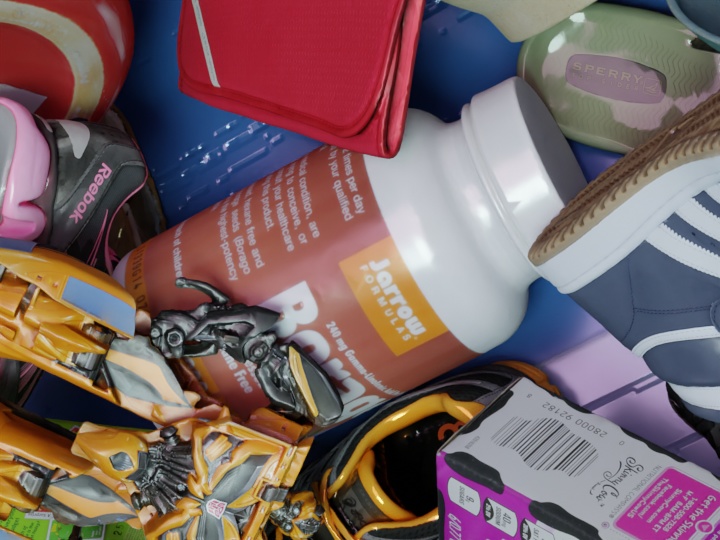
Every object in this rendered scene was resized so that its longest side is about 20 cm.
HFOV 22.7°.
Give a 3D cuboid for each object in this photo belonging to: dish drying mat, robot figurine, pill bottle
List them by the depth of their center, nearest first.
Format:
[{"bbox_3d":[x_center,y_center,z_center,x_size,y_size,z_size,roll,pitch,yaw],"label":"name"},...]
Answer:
[{"bbox_3d":[-0.107,0.064,0.719,0.199,0.058,0.146,24,101,-2],"label":"robot figurine"},{"bbox_3d":[0.000,0.000,0.777,0.199,0.112,0.113,-28,76,17],"label":"pill bottle"},{"bbox_3d":[-0.033,-0.101,0.783,0.200,0.018,0.077,23,106,59],"label":"dish drying mat"}]

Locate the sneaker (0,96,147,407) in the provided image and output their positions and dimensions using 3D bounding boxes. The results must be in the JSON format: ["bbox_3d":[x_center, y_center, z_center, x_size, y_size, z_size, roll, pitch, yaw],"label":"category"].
[{"bbox_3d":[-0.149,0.017,0.801,0.079,0.095,0.201,42,122,35],"label":"sneaker"}]

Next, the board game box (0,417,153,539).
[{"bbox_3d":[-0.134,0.157,0.781,0.101,0.048,0.201,4,45,16],"label":"board game box"}]

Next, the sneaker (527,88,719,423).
[{"bbox_3d":[0.153,-0.012,0.633,0.109,0.070,0.200,47,145,-5],"label":"sneaker"}]

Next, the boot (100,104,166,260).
[{"bbox_3d":[-0.181,0.034,0.870,0.199,0.066,0.176,-25,78,15],"label":"boot"}]

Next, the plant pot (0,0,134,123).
[{"bbox_3d":[-0.202,-0.142,0.804,0.200,0.200,0.183,-34,60,15],"label":"plant pot"}]

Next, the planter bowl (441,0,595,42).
[{"bbox_3d":[0.074,-0.180,0.737,0.200,0.200,0.135,-33,99,15],"label":"planter bowl"}]

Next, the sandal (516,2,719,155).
[{"bbox_3d":[0.157,-0.072,0.752,0.200,0.057,0.080,8,88,21],"label":"sandal"}]

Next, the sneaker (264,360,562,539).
[{"bbox_3d":[-0.002,0.107,0.787,0.200,0.077,0.078,-42,74,15],"label":"sneaker"}]

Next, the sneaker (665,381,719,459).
[{"bbox_3d":[0.174,0.067,0.733,0.099,0.069,0.202,1,82,28],"label":"sneaker"}]

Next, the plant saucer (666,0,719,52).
[{"bbox_3d":[0.218,-0.122,0.692,0.199,0.200,0.036,-13,122,20],"label":"plant saucer"}]

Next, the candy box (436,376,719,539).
[{"bbox_3d":[0.123,0.145,0.687,0.199,0.061,0.137,25,136,32],"label":"candy box"}]
